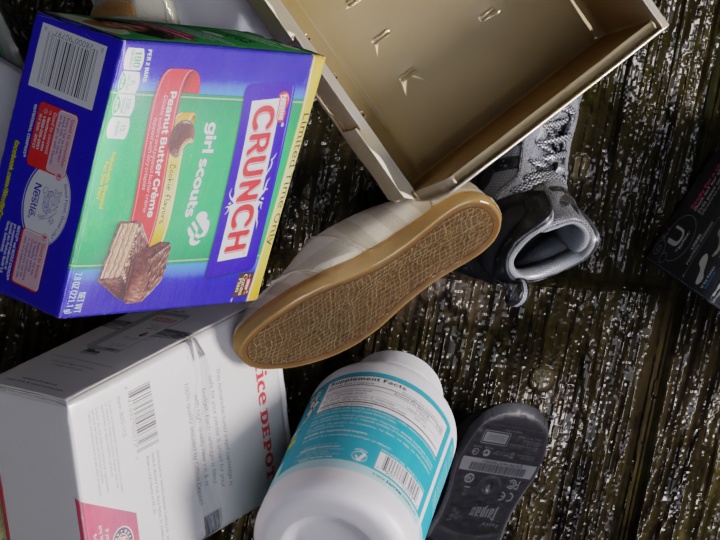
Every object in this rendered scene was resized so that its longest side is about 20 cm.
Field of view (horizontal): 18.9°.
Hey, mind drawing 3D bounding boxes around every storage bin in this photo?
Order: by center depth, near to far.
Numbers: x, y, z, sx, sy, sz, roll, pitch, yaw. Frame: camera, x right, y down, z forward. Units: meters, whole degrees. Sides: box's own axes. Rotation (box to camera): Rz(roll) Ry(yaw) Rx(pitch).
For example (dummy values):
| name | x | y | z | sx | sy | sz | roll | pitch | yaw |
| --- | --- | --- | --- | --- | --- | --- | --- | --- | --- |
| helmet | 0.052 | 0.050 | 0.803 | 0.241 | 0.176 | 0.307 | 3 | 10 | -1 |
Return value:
| name | x | y | z | sx | sy | sz | roll | pitch | yaw |
| --- | --- | --- | --- | --- | --- | --- | --- | --- | --- |
| storage bin | 0.053 | -0.178 | 1.398 | 0.198 | 0.094 | 0.200 | -38 | 99 | -13 |

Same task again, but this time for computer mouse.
| name | x | y | z | sx | sy | sz | roll | pitch | yaw |
| --- | --- | --- | --- | --- | --- | --- | --- | --- | --- |
| computer mouse | 0.051 | 0.172 | 1.605 | 0.140 | 0.046 | 0.200 | 6 | 117 | -23 |

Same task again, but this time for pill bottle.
| name | x | y | z | sx | sy | sz | roll | pitch | yaw |
| --- | --- | --- | --- | --- | --- | --- | --- | --- | --- |
| pill bottle | 0.003 | 0.137 | 1.489 | 0.110 | 0.200 | 0.111 | 7 | 121 | 12 |

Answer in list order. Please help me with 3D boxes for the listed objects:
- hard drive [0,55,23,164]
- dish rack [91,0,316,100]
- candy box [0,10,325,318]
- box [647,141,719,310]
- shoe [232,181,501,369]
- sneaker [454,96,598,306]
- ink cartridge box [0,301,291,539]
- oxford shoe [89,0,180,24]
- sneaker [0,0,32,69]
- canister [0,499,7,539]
| name | x | y | z | sx | sy | sz | roll | pitch | yaw |
| --- | --- | --- | --- | --- | --- | --- | --- | --- | --- |
| hard drive | -0.276 | -0.088 | 1.344 | 0.025 | 0.200 | 0.132 | 12 | 106 | -56 |
| dish rack | -0.088 | -0.185 | 1.446 | 0.171 | 0.044 | 0.200 | -26 | 114 | -9 |
| candy box | -0.124 | -0.064 | 1.311 | 0.200 | 0.077 | 0.170 | -6 | 114 | -58 |
| box | 0.337 | -0.003 | 1.600 | 0.200 | 0.115 | 0.132 | 30 | 95 | -25 |
| shoe | 0.000 | 0.000 | 1.455 | 0.200 | 0.053 | 0.070 | -30 | 135 | -3 |
| sneaker | 0.129 | -0.072 | 1.498 | 0.075 | 0.114 | 0.200 | 18 | 103 | -40 |
| ink cartridge box | -0.144 | 0.112 | 1.452 | 0.200 | 0.083 | 0.147 | -27 | 118 | -46 |
| oxford shoe | -0.130 | -0.098 | 1.418 | 0.075 | 0.058 | 0.200 | -7 | 120 | 24 |
| sneaker | -0.240 | -0.102 | 1.366 | 0.088 | 0.200 | 0.077 | -22 | 158 | 5 |
| canister | -0.271 | 0.214 | 1.483 | 0.148 | 0.087 | 0.200 | -33 | 113 | 12 |
